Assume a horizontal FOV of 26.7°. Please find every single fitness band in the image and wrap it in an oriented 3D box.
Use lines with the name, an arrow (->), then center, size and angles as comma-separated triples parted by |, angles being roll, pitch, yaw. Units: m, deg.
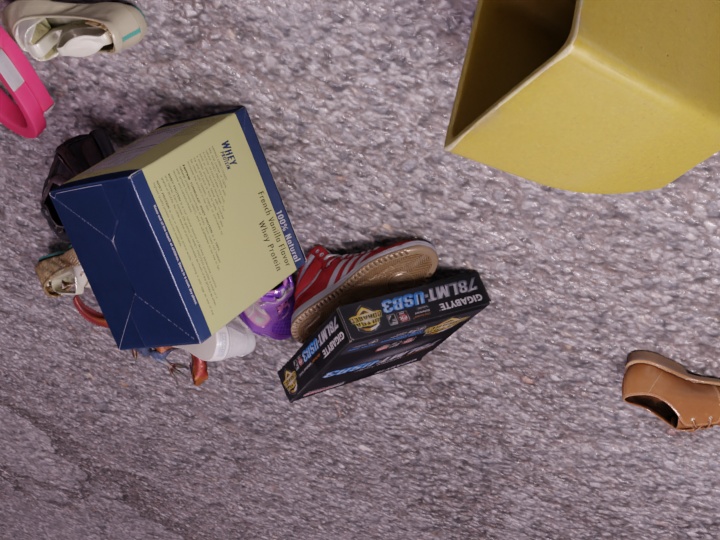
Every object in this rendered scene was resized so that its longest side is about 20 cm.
fitness band -> -0.424, -0.234, 1.731 | 0.144, 0.037, 0.200 | 26, 154, 37

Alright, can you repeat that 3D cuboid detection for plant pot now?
plant pot -> 0.218, -0.175, 1.295 | 0.200, 0.194, 0.195 | 26, 148, -19

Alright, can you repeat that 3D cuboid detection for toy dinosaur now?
toy dinosaur -> -0.274, 0.101, 2.023 | 0.200, 0.105, 0.181 | 7, -176, -23

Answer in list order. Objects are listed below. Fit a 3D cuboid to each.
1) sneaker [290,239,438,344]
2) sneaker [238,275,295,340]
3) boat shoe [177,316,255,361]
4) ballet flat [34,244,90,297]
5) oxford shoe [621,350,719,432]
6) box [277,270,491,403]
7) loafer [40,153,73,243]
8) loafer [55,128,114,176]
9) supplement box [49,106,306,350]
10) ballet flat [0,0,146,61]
sneaker -> 0.000, 0.000, 1.805 | 0.200, 0.113, 0.071 | -30, 122, 17
sneaker -> -0.116, 0.023, 1.868 | 0.088, 0.080, 0.200 | 26, 154, 39
boat shoe -> -0.195, 0.065, 1.905 | 0.068, 0.072, 0.200 | 4, -174, -32
ballet flat -> -0.370, -0.004, 2.019 | 0.070, 0.065, 0.200 | -7, 172, -35
oxford shoe -> 0.397, 0.163, 1.760 | 0.200, 0.071, 0.071 | 18, 145, 8
box -> 0.025, 0.079, 1.788 | 0.050, 0.200, 0.199 | 66, 148, 16
loafer -> -0.378, -0.086, 1.917 | 0.072, 0.063, 0.200 | 25, 147, 0
loafer -> -0.298, -0.068, 1.775 | 0.200, 0.063, 0.072 | 68, 160, 13
supplement box -> -0.197, -0.047, 1.676 | 0.134, 0.200, 0.200 | -6, 113, 39
ballet flat -> -0.323, -0.257, 1.637 | 0.200, 0.070, 0.069 | 2, 141, 31
